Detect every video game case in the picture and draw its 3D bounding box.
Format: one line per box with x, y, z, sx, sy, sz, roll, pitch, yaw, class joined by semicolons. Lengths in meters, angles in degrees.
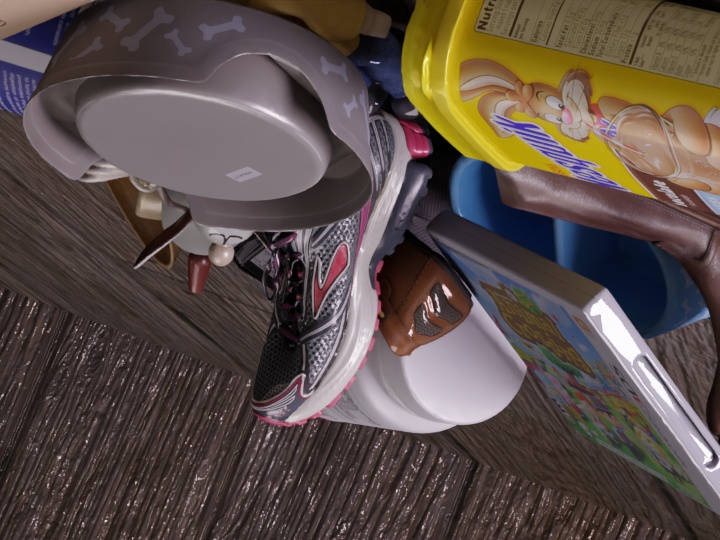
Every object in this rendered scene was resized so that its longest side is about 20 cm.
0.134;0.055;1.501;0.182;0.022;0.200;52;170;-27;video game case

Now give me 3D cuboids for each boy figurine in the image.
-0.044;-0.149;1.422;0.200;0.065;0.124;31;165;-39;boy figurine

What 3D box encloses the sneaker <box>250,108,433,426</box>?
-0.029;-0.005;1.535;0.074;0.201;0.080;14;-173;-36;sneaker

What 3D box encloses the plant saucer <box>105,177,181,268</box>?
-0.165;-0.099;1.816;0.201;0.035;0.201;59;166;24;plant saucer

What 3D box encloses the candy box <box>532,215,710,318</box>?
0.180;-0.023;1.635;0.199;0.061;0.136;13;166;47;candy box

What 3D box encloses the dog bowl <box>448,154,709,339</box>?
0.133;-0.026;1.531;0.199;0.049;0.112;26;136;37;dog bowl

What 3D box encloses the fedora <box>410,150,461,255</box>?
0.085;-0.019;1.789;0.199;0.091;0.177;31;168;-2;fedora

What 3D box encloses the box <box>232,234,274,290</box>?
-0.066;-0.044;1.888;0.158;0.050;0.200;56;-171;28;box

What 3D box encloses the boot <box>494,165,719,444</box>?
0.152;-0.014;1.425;0.199;0.188;0.064;18;-165;1;boot

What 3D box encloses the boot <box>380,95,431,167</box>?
-0.065;-0.110;1.690;0.199;0.066;0.165;15;162;26;boot

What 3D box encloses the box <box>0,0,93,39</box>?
-0.221;-0.172;1.370;0.199;0.078;0.095;-19;156;29;box

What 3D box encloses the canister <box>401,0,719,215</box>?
0.138;-0.088;1.286;0.199;0.087;0.148;16;170;26;canister

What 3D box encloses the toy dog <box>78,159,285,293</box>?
-0.099;-0.024;1.619;0.131;0.097;0.200;7;-172;13;toy dog

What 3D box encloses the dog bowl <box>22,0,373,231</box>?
-0.085;-0.088;1.423;0.198;0.059;0.200;10;160;4;dog bowl

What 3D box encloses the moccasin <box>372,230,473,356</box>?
0.001;0.001;1.620;0.074;0.078;0.201;53;175;-36;moccasin

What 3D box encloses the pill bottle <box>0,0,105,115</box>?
-0.152;-0.137;1.577;0.199;0.116;0.116;19;171;18;pill bottle

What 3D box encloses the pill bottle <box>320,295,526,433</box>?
0.026;0.051;1.720;0.113;0.114;0.200;26;170;-24;pill bottle
